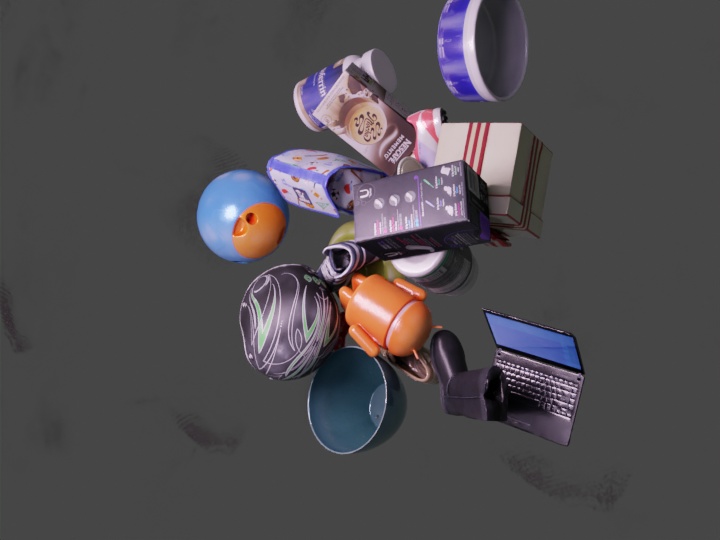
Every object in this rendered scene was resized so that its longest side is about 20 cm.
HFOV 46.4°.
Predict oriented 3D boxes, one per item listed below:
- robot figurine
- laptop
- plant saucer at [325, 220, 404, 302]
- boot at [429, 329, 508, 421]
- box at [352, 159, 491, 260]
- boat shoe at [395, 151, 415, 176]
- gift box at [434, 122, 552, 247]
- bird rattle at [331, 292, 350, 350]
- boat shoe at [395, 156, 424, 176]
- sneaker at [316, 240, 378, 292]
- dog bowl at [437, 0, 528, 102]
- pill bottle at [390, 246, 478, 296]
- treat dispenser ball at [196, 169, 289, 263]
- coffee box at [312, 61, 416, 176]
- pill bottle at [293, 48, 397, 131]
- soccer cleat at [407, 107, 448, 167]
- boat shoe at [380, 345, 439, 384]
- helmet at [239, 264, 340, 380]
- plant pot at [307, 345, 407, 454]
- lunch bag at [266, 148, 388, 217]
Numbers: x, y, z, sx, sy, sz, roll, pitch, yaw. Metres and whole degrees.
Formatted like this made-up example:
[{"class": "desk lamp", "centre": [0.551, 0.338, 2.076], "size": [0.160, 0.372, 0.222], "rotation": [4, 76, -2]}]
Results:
[{"class": "robot figurine", "centre": [0.051, 0.087, 1.586], "size": [0.199, 0.144, 0.117], "rotation": [32, 115, 23]}, {"class": "laptop", "centre": [0.288, 0.186, 1.466], "size": [0.176, 0.103, 0.202], "rotation": [16, 95, 36]}, {"class": "plant saucer", "centre": [0.000, 0.000, 1.696], "size": [0.199, 0.031, 0.202], "rotation": [12, 110, 36]}, {"class": "boot", "centre": [0.192, 0.183, 1.491], "size": [0.200, 0.065, 0.166], "rotation": [155, 103, -76]}, {"class": "box", "centre": [0.101, -0.094, 1.376], "size": [0.198, 0.122, 0.107], "rotation": [-10, 71, 24]}, {"class": "boat shoe", "centre": [0.084, -0.146, 1.664], "size": [0.069, 0.071, 0.200], "rotation": [39, 114, 5]}, {"class": "gift box", "centre": [0.221, -0.146, 1.505], "size": [0.199, 0.184, 0.188], "rotation": [4, 79, 39]}, {"class": "bird rattle", "centre": [-0.112, 0.093, 1.764], "size": [0.199, 0.112, 0.165], "rotation": [-15, 65, 31]}, {"class": "boat shoe", "centre": [0.101, -0.131, 1.605], "size": [0.074, 0.200, 0.066], "rotation": [-40, 33, -17]}, {"class": "sneaker", "centre": [-0.051, -0.005, 1.644], "size": [0.200, 0.108, 0.070], "rotation": [-36, 80, 40]}, {"class": "dog bowl", "centre": [0.223, -0.404, 1.509], "size": [0.078, 0.199, 0.202], "rotation": [5, 89, 39]}, {"class": "pill bottle", "centre": [0.138, -0.021, 1.523], "size": [0.112, 0.200, 0.114], "rotation": [-7, 73, 25]}, {"class": "treat dispenser ball", "centre": [-0.252, -0.117, 1.819], "size": [0.200, 0.200, 0.203], "rotation": [-4, 83, 35]}, {"class": "coffee box", "centre": [0.022, -0.295, 1.648], "size": [0.199, 0.080, 0.113], "rotation": [37, 117, -8]}, {"class": "pill bottle", "centre": [-0.031, -0.374, 1.739], "size": [0.199, 0.115, 0.117], "rotation": [-19, 75, 32]}, {"class": "soccer cleat", "centre": [0.138, -0.206, 1.596], "size": [0.073, 0.068, 0.202], "rotation": [-4, 112, 16]}, {"class": "boat shoe", "centre": [0.077, 0.150, 1.643], "size": [0.199, 0.064, 0.072], "rotation": [34, 105, 32]}, {"class": "helmet", "centre": [-0.132, 0.107, 1.610], "size": [0.200, 0.199, 0.192], "rotation": [-41, 45, 25]}, {"class": "plant pot", "centre": [0.014, 0.257, 1.626], "size": [0.199, 0.134, 0.202], "rotation": [-15, 67, 38]}, {"class": "lunch bag", "centre": [-0.070, -0.177, 1.697], "size": [0.169, 0.199, 0.125], "rotation": [20, 97, 34]}]
